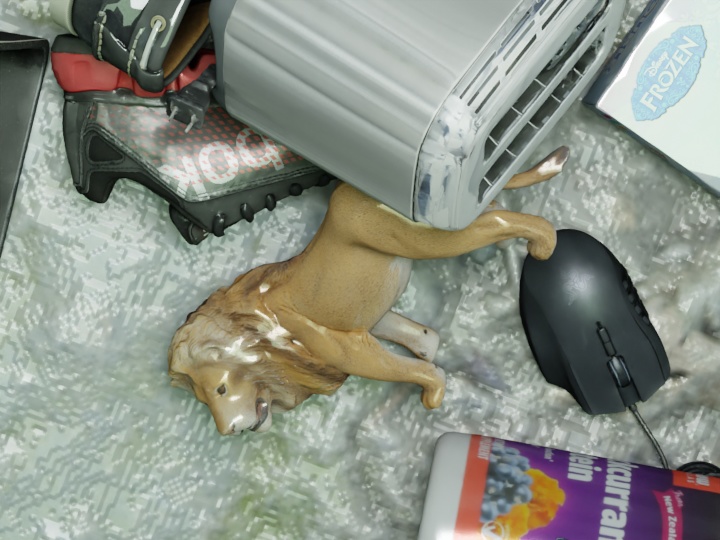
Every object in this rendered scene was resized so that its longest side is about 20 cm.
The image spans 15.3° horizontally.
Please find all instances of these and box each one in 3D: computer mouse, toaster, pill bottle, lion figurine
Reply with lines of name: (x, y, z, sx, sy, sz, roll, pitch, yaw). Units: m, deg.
computer mouse: (0.133, 0.072, 1.276, 0.059, 0.034, 0.200, -29, 100, -1)
toaster: (0.026, -0.107, 1.131, 0.129, 0.114, 0.200, 33, 65, 16)
pill bottle: (0.124, 0.144, 1.232, 0.199, 0.111, 0.112, 10, 97, 2)
lion figurine: (0.000, 0.000, 1.209, 0.122, 0.073, 0.200, 20, 125, -16)

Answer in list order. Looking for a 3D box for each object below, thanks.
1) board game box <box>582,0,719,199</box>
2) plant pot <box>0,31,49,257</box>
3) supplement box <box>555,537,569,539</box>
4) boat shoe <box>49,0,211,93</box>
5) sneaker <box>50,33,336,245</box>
board game box: (0.241, -0.105, 1.255, 0.199, 0.043, 0.200, 34, 93, -10)
plant pot: (-0.259, -0.023, 1.157, 0.177, 0.200, 0.201, 14, 97, 5)
supplement box: (0.142, 0.247, 1.154, 0.199, 0.135, 0.200, 17, 138, -4)
boat shoe: (-0.044, -0.161, 1.175, 0.068, 0.072, 0.200, 38, 76, 23)
sneaker: (-0.044, -0.058, 1.223, 0.200, 0.071, 0.098, 5, 97, -4)
